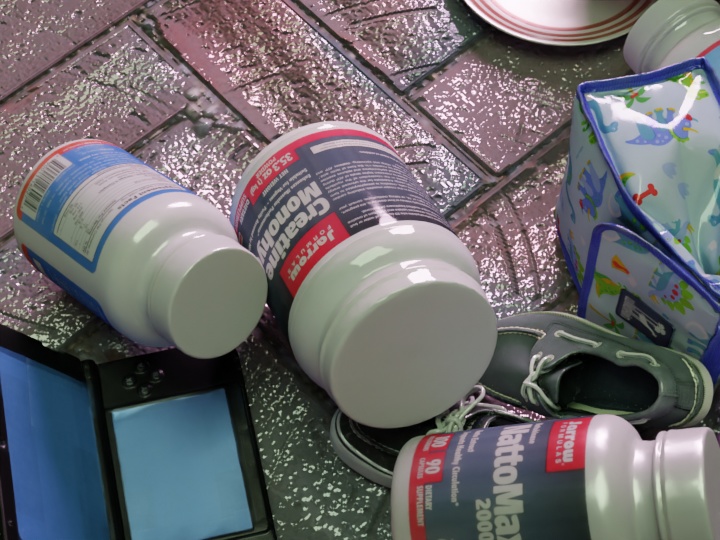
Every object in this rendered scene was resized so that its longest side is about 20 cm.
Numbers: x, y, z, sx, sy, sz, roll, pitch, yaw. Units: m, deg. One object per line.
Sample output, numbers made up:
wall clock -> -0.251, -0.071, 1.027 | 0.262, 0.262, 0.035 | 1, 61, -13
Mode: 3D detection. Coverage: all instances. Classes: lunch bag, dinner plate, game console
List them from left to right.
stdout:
game console -> -0.157, 0.126, 1.218 | 0.174, 0.117, 0.201 | -11, 59, -5
dinner plate -> 0.170, -0.263, 1.498 | 0.198, 0.024, 0.202 | -1, 59, 2
lunch bag -> 0.215, -0.016, 1.259 | 0.126, 0.170, 0.201 | -15, 61, -8

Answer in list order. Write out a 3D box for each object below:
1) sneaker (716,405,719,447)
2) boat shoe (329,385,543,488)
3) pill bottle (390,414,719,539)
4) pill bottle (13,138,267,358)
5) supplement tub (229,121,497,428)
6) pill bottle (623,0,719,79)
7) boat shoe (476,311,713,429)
sneaker -> 0.294, 0.106, 1.221 | 0.099, 0.075, 0.201 | 11, 43, 11
boat shoe -> 0.074, 0.121, 1.240 | 0.198, 0.068, 0.074 | 18, 60, 13
pill bottle -> 0.129, 0.154, 1.131 | 0.198, 0.120, 0.120 | -9, 56, 19
pill bottle -> -0.155, -0.012, 1.269 | 0.112, 0.113, 0.200 | -38, 42, -19
supplement tub -> 0.000, 0.000, 1.249 | 0.139, 0.141, 0.200 | -21, 42, -11
pill bottle -> 0.291, -0.121, 1.357 | 0.108, 0.109, 0.200 | -28, 61, -15
boat shoe -> 0.143, 0.069, 1.231 | 0.199, 0.062, 0.074 | 10, 94, 37
